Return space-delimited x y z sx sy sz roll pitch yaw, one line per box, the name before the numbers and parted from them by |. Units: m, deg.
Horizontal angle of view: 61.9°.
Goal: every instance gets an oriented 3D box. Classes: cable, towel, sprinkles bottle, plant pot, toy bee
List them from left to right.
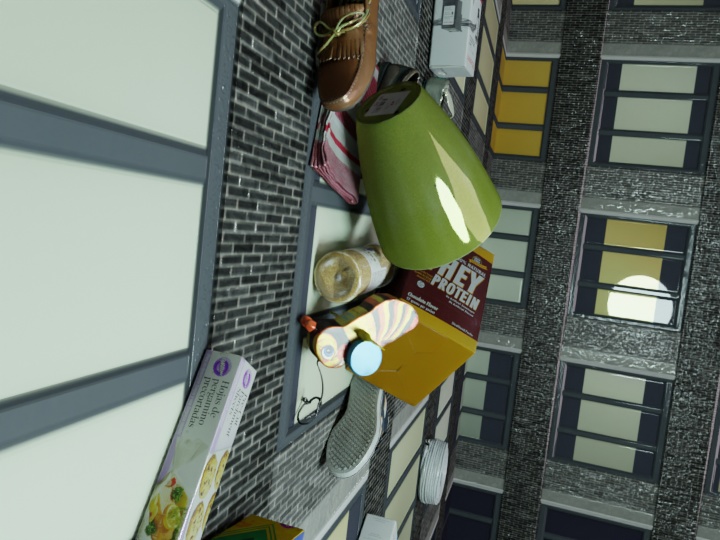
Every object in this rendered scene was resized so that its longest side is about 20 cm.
toy bee | -0.020 0.087 0.761 0.201 0.130 0.109 -50 120 -31
towel | -0.013 -0.205 0.790 0.144 0.022 0.204 32 66 -69
sprinkles bottle | 0.000 0.000 0.856 0.200 0.067 0.070 -18 115 -72
plant pot | 0.073 -0.139 0.808 0.201 0.184 0.189 59 39 -36
cable | 0.236 0.641 1.921 0.200 0.068 0.204 35 64 -71

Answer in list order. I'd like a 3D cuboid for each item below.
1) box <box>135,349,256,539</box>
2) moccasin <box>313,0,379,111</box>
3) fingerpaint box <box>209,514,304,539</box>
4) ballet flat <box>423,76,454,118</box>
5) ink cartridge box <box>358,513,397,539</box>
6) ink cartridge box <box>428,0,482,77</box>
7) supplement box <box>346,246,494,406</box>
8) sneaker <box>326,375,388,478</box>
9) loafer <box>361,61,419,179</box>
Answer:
box | -0.142 0.170 0.509 0.042 0.038 0.203 70 32 -59
moccasin | -0.014 -0.279 0.683 0.078 0.072 0.205 31 70 -60
fingerpaint box | -0.131 0.364 0.574 0.167 0.072 0.204 19 79 -72
ballet flat | 0.169 -0.316 1.287 0.202 0.062 0.068 82 23 -43
ink cartridge box | 0.016 0.603 1.176 0.201 0.067 0.118 -62 154 -48
ink cartridge box | 0.206 -0.526 1.284 0.145 0.082 0.204 -26 122 -70
supplement box | 0.097 0.067 0.965 0.198 0.131 0.202 -55 -171 48
sneaker | 0.003 0.258 0.964 0.201 0.077 0.080 -66 151 -48
loafer | 0.041 -0.229 0.900 0.072 0.062 0.203 58 42 -62
